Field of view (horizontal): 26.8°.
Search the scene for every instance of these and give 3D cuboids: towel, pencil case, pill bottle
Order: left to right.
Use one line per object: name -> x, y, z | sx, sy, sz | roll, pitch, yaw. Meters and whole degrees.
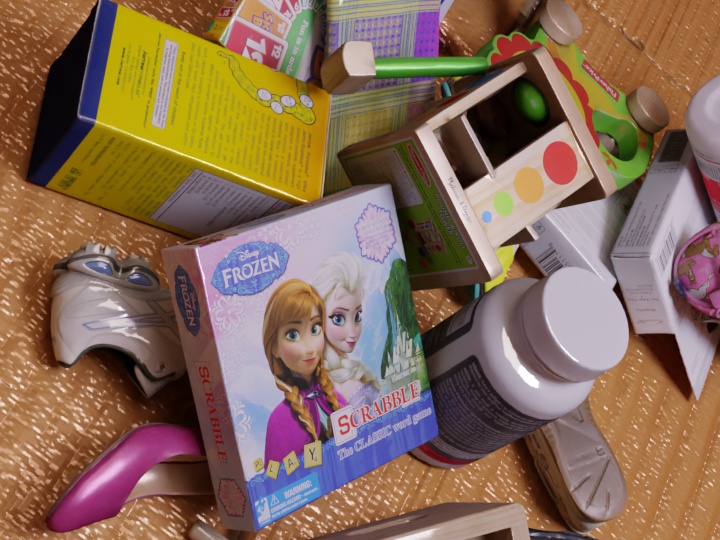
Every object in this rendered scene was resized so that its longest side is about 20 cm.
towel -> 0.013, -0.160, 1.250 | 0.143, 0.023, 0.202 | -17, 119, -46
pill bottle -> 0.112, 0.073, 1.166 | 0.110, 0.200, 0.112 | 15, 59, -27
pencil case -> 0.359, 0.033, 1.389 | 0.083, 0.087, 0.200 | 38, 2, 41
pill bottle -> 0.380, -0.083, 1.410 | 0.201, 0.111, 0.113 | 60, 40, -38

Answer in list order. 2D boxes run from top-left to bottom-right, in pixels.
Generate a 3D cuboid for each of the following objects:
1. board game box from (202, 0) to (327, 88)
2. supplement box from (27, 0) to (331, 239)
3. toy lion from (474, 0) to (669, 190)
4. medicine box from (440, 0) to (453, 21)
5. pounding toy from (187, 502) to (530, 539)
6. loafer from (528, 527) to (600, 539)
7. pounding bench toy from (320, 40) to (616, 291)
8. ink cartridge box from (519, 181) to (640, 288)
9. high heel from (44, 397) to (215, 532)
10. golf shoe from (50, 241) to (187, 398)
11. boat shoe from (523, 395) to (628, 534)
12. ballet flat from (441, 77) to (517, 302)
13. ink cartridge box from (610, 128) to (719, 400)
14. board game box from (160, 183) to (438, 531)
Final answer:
board game box -> -0.041, -0.169, 1.227 | 0.096, 0.030, 0.200 | -60, 140, -12
supplement box -> -0.135, -0.103, 1.149 | 0.199, 0.109, 0.110 | 20, 58, -25
toy lion -> 0.188, -0.147, 1.396 | 0.200, 0.069, 0.192 | 41, 41, -15
medicine box -> 0.010, -0.291, 1.283 | 0.181, 0.201, 0.103 | -12, 58, -38
pounding toy -> 0.009, 0.247, 1.059 | 0.198, 0.142, 0.186 | -9, 87, -30
loafer -> 0.137, 0.239, 1.187 | 0.199, 0.068, 0.071 | 17, 65, -20
pounding bench toy -> 0.078, -0.112, 1.160 | 0.155, 0.124, 0.201 | -34, 102, -26
ink cartridge box -> 0.193, -0.067, 1.413 | 0.163, 0.057, 0.200 | 49, 29, -2
high heel -> -0.124, 0.150, 1.049 | 0.096, 0.067, 0.200 | 49, 46, 8
golf shoe -> -0.134, 0.050, 1.106 | 0.198, 0.078, 0.098 | 14, 72, -20
boat shoe -> 0.159, 0.123, 1.272 | 0.073, 0.063, 0.202 | -8, 67, -21
ballet flat -> 0.114, -0.071, 1.284 | 0.066, 0.067, 0.202 | -8, 92, -5
ink cartridge box -> 0.303, -0.008, 1.425 | 0.201, 0.043, 0.175 | -58, 136, -42
board game box -> -0.037, 0.056, 1.085 | 0.199, 0.041, 0.201 | -22, 104, -44
